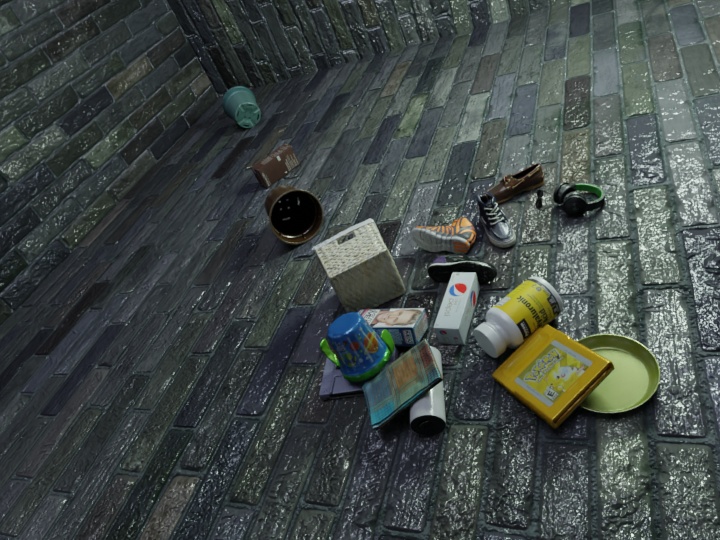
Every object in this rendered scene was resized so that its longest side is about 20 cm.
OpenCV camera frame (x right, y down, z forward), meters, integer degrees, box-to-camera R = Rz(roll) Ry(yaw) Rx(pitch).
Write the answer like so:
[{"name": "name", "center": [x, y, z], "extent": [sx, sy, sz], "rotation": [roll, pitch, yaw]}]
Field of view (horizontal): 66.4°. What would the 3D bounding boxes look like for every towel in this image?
[{"name": "towel", "center": [0.090, 0.256, 1.252], "extent": [0.200, 0.022, 0.147], "rotation": [-41, 29, 15]}]

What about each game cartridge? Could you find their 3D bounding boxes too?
[{"name": "game cartridge", "center": [0.401, 0.214, 1.168], "extent": [0.176, 0.032, 0.200], "rotation": [-43, 31, -5]}, {"name": "game cartridge", "center": [-0.004, 0.259, 1.403], "extent": [0.199, 0.039, 0.130], "rotation": [-12, 42, 18]}]

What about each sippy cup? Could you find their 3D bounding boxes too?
[{"name": "sippy cup", "center": [-0.013, 0.179, 1.350], "extent": [0.177, 0.131, 0.140], "rotation": [-29, 23, 2]}]

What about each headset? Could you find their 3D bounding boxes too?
[{"name": "headset", "center": [0.597, -0.215, 1.570], "extent": [0.198, 0.094, 0.124], "rotation": [-13, 36, -2]}]

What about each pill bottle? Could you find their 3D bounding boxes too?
[{"name": "pill bottle", "center": [0.366, 0.113, 1.292], "extent": [0.199, 0.112, 0.111], "rotation": [-36, 37, -12]}]

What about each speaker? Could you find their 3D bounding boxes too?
[{"name": "speaker", "center": [0.150, 0.271, 1.254], "extent": [0.081, 0.082, 0.201], "rotation": [-14, 37, 15]}]

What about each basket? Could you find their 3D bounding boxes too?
[{"name": "basket", "center": [0.000, 0.000, 1.586], "extent": [0.197, 0.201, 0.161], "rotation": [-26, 42, 0]}]

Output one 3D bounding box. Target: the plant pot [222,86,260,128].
[{"name": "plant pot", "center": [-0.664, -0.916, 3.123], "extent": [0.199, 0.201, 0.196], "rotation": [-30, 44, -6]}]

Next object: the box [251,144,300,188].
[{"name": "box", "center": [-0.379, -0.470, 2.467], "extent": [0.200, 0.101, 0.075], "rotation": [-41, 39, -19]}]

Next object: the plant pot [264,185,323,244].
[{"name": "plant pot", "center": [-0.258, -0.222, 2.026], "extent": [0.199, 0.201, 0.198], "rotation": [-31, 29, -8]}]

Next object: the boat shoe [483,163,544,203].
[{"name": "boat shoe", "center": [0.480, -0.277, 1.738], "extent": [0.199, 0.071, 0.071], "rotation": [-24, 37, 4]}]

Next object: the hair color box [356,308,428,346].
[{"name": "hair color box", "center": [0.069, 0.149, 1.450], "extent": [0.199, 0.061, 0.100], "rotation": [-3, 26, 28]}]

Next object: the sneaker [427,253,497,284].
[{"name": "sneaker", "center": [0.290, -0.019, 1.535], "extent": [0.199, 0.076, 0.088], "rotation": [4, 40, 35]}]

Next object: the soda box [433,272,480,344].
[{"name": "soda box", "center": [0.253, 0.095, 1.423], "extent": [0.068, 0.064, 0.201], "rotation": [-1, 44, 29]}]

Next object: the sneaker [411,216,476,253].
[{"name": "sneaker", "center": [0.260, -0.113, 1.677], "extent": [0.199, 0.078, 0.112], "rotation": [16, 48, 29]}]

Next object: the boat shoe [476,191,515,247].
[{"name": "boat shoe", "center": [0.391, -0.153, 1.618], "extent": [0.074, 0.093, 0.200], "rotation": [-24, 36, 2]}]

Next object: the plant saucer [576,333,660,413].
[{"name": "plant saucer", "center": [0.511, 0.218, 1.144], "extent": [0.199, 0.031, 0.201], "rotation": [-17, 38, 14]}]
